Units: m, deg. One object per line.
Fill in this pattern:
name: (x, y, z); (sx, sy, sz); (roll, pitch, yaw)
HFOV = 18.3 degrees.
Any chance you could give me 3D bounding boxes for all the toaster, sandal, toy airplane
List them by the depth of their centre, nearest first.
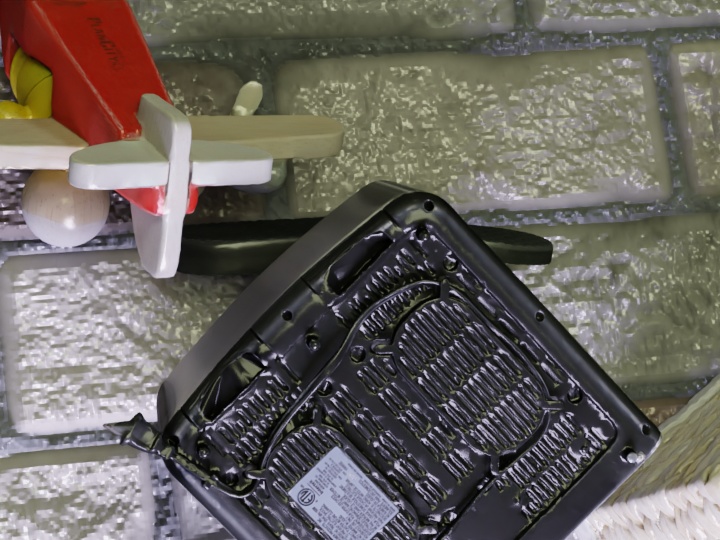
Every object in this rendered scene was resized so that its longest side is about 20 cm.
toaster: (0.009, 0.069, 1.063); (0.181, 0.119, 0.200); (-45, 102, -2)
toy airplane: (-0.125, -0.062, 1.084); (0.199, 0.142, 0.199); (26, 37, 5)
sandal: (-0.001, 0.000, 1.151); (0.199, 0.075, 0.048); (-1, 101, -10)

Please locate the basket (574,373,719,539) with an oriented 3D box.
basket: (0.252, 0.134, 1.137); (0.200, 0.161, 0.199); (-37, 89, -21)
